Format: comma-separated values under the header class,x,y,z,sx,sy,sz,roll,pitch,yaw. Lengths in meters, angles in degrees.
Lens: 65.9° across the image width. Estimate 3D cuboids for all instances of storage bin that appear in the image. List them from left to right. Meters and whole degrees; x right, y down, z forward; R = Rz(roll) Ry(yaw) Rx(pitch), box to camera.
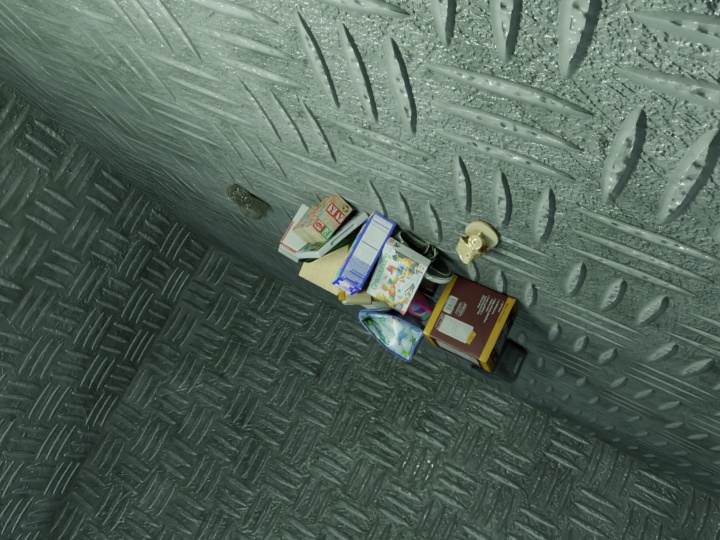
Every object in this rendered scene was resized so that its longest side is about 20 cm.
class,x,y,z,sx,sy,sz,roll,pitch,yaw
storage bin,0.520,0.335,2.094,0.093,0.136,0.200,30,169,-11

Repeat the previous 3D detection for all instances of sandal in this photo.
class,x,y,z,sx,sy,sz,roll,pitch,yaw
sandal,0.250,-0.043,1.252,0.077,0.070,0.212,28,169,3

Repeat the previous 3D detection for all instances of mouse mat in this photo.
class,x,y,z,sx,sy,sz,roll,pitch,yaw
mouse mat,-0.086,-0.068,1.684,0.161,0.198,0.008,13,-127,-83

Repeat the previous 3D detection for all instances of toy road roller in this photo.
class,x,y,z,sx,sy,sz,roll,pitch,yaw
toy road roller,0.000,0.000,1.682,0.121,0.148,0.201,1,-151,4

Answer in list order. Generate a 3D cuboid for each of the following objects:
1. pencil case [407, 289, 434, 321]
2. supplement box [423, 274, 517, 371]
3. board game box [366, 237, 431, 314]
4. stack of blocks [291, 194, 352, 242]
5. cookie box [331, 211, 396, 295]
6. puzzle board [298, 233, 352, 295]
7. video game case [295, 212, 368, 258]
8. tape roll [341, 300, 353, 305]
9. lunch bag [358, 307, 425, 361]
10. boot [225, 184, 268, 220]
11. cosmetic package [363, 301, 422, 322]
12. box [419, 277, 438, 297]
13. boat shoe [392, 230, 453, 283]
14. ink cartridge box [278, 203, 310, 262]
class,x,y,z,sx,sy,sz,roll,pitch,yaw
pencil case,0.145,0.080,1.659,0.088,0.089,0.199,17,167,45
supplement box,0.321,0.150,1.606,0.198,0.199,0.133,24,168,25
board game box,0.100,0.018,1.497,0.125,0.035,0.201,30,136,10
stack of blocks,-0.112,-0.143,1.569,0.059,0.116,0.199,43,165,-18
cookie box,0.006,-0.043,1.520,0.075,0.202,0.171,30,168,-4
puzzle board,-0.096,-0.043,1.803,0.149,0.202,0.017,26,-173,12
video game case,-0.084,-0.097,1.569,0.022,0.182,0.199,54,162,-15
tape roll,-0.036,0.017,1.901,0.036,0.206,0.203,1,163,9
lunch bag,0.095,0.173,1.687,0.198,0.129,0.170,27,-178,11
boot,-0.432,-0.249,2.069,0.181,0.073,0.200,35,174,-19
cosmetic package,0.120,0.080,1.878,0.198,0.167,0.165,30,168,-13
box,0.185,0.007,1.636,0.099,0.076,0.200,25,167,15
boat shoe,0.172,-0.035,1.479,0.198,0.071,0.064,31,145,-10
ink cartridge box,-0.199,-0.119,1.835,0.083,0.146,0.200,30,168,-5
